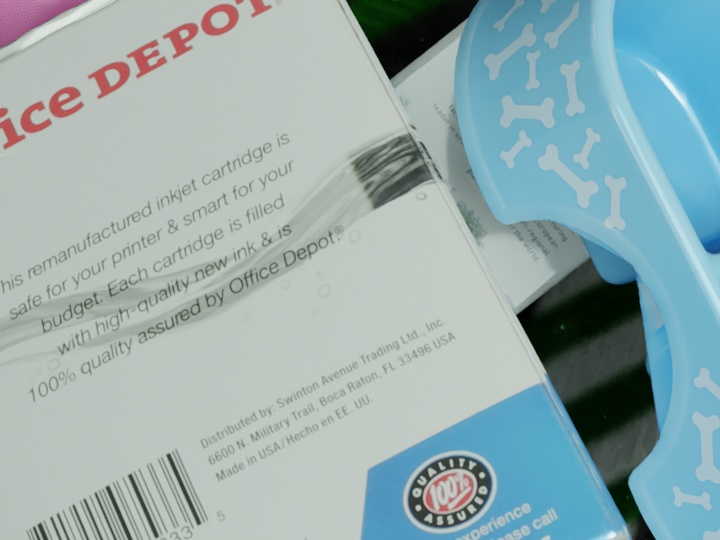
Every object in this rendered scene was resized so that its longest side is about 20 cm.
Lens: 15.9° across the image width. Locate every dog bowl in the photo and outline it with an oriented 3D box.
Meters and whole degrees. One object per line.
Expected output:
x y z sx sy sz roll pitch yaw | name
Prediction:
0.104 -0.003 0.689 0.111 0.049 0.201 -21 83 -42 | dog bowl

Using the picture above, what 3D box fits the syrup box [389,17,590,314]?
0.000 0.000 0.792 0.200 0.081 0.079 -38 89 -1 | syrup box

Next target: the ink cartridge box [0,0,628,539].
-0.033 0.029 0.677 0.144 0.084 0.201 -27 64 1 | ink cartridge box

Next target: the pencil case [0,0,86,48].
-0.133 -0.132 0.784 0.094 0.091 0.200 -40 95 2 | pencil case
